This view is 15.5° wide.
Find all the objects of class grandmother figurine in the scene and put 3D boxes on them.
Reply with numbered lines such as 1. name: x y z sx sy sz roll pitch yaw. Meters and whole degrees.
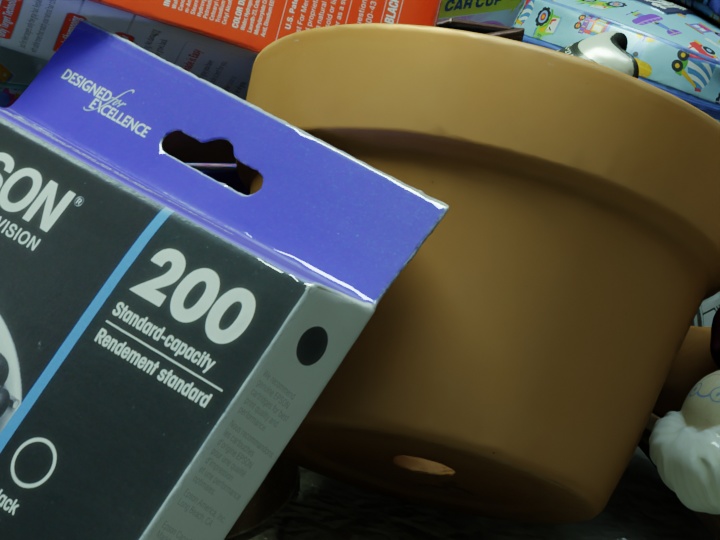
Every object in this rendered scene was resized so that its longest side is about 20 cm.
1. grandmother figurine: 0.174 0.010 1.001 0.061 0.200 0.121 43 -21 -14

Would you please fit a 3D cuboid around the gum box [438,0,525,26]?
1. gum box: 0.035 -0.116 1.437 0.066 0.114 0.200 26 24 33

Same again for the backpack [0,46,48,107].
1. backpack: -0.184 -0.131 1.191 0.166 0.127 0.200 -3 21 -30

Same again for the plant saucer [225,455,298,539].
1. plant saucer: -0.119 0.047 1.029 0.199 0.037 0.201 11 21 -4

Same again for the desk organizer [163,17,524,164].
1. desk organizer: -0.027 -0.088 1.253 0.199 0.077 0.072 -12 47 -23

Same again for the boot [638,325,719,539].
1. boot: 0.182 0.034 1.071 0.074 0.155 0.200 48 3 -43

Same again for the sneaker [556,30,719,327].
1. sneaker: 0.137 -0.021 1.169 0.200 0.088 0.076 46 17 -30

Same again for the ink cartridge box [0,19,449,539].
1. ink cartridge box: -0.100 0.013 0.923 0.198 0.200 0.043 27 -13 36

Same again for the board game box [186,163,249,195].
1. board game box: -0.109 -0.021 1.092 0.134 0.045 0.200 2 4 20

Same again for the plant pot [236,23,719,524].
1. plant pot: 0.039 0.010 0.996 0.199 0.141 0.200 13 -15 4

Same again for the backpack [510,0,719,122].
1. backpack: 0.153 -0.097 1.381 0.182 0.135 0.200 27 11 32

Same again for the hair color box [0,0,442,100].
1. hair color box: -0.076 -0.111 1.050 0.199 0.062 0.102 16 -13 -10
